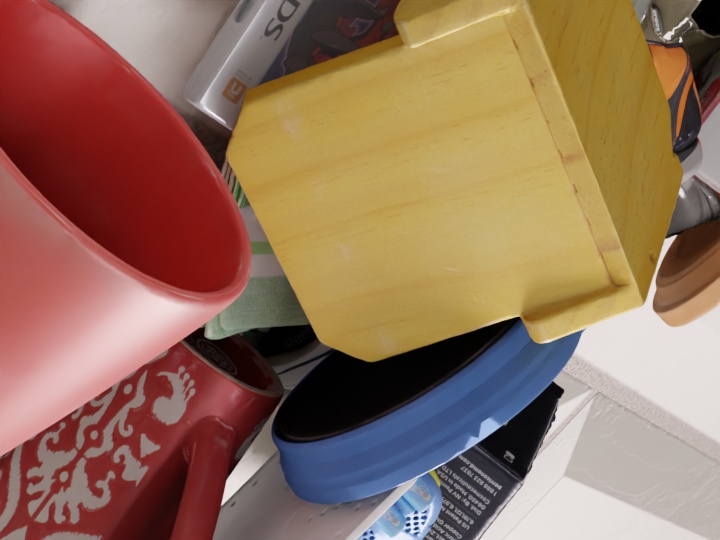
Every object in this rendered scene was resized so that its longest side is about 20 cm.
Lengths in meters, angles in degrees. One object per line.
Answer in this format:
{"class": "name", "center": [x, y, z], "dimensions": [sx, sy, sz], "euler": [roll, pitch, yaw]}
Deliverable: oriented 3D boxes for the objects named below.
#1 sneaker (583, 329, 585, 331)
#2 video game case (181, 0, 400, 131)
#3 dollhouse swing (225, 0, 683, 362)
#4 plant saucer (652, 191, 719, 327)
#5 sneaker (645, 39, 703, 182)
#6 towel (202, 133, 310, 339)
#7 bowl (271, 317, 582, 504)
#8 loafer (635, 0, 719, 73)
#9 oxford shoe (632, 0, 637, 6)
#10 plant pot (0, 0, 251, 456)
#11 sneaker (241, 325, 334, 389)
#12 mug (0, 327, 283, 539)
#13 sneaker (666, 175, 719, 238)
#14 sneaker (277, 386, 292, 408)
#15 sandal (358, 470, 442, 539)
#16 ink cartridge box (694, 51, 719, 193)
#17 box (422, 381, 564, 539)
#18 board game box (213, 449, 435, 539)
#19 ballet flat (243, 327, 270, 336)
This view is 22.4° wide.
{"class": "sneaker", "center": [0.145, 0.026, 1.314], "dimensions": [0.090, 0.078, 0.200], "euler": [-57, 176, -7]}
{"class": "video game case", "center": [0.021, -0.124, 0.997], "dimensions": [0.200, 0.023, 0.183], "euler": [32, 92, -43]}
{"class": "dollhouse swing", "center": [0.053, -0.076, 0.989], "dimensions": [0.201, 0.175, 0.182], "euler": [63, 32, -27]}
{"class": "plant saucer", "center": [0.284, -0.043, 1.343], "dimensions": [0.200, 0.032, 0.200], "euler": [-48, -176, 4]}
{"class": "sneaker", "center": [0.123, -0.084, 1.089], "dimensions": [0.199, 0.077, 0.113], "euler": [-31, 126, -29]}
{"class": "towel", "center": [-0.024, -0.062, 1.045], "dimensions": [0.152, 0.023, 0.202], "euler": [-5, 112, -51]}
{"class": "bowl", "center": [0.035, 0.061, 1.068], "dimensions": [0.200, 0.040, 0.201], "euler": [-30, -166, 8]}
{"class": "loafer", "center": [0.216, -0.163, 1.215], "dimensions": [0.075, 0.069, 0.201], "euler": [-42, 155, -31]}
{"class": "oxford shoe", "center": [0.087, -0.147, 1.095], "dimensions": [0.199, 0.058, 0.076], "euler": [-33, 140, -29]}
{"class": "plant pot", "center": [-0.177, -0.007, 0.845], "dimensions": [0.177, 0.201, 0.200], "euler": [-42, 152, 19]}
{"class": "sneaker", "center": [0.000, 0.000, 1.159], "dimensions": [0.200, 0.074, 0.088], "euler": [-48, 165, 7]}
{"class": "mug", "center": [-0.131, 0.132, 1.094], "dimensions": [0.201, 0.177, 0.133], "euler": [-53, 157, 9]}
{"class": "sneaker", "center": [0.202, -0.044, 1.326], "dimensions": [0.090, 0.076, 0.200], "euler": [-28, 169, -8]}
{"class": "sneaker", "center": [0.019, 0.022, 1.247], "dimensions": [0.200, 0.079, 0.095], "euler": [-47, 171, 10]}
{"class": "sandal", "center": [-0.028, 0.191, 1.170], "dimensions": [0.200, 0.080, 0.087], "euler": [-39, -164, 17]}
{"class": "ink cartridge box", "center": [0.290, -0.138, 1.250], "dimensions": [0.146, 0.083, 0.200], "euler": [-56, -179, 23]}
{"class": "box", "center": [0.033, 0.155, 1.302], "dimensions": [0.201, 0.117, 0.197], "euler": [-55, 176, 19]}
{"class": "board game box", "center": [-0.055, 0.172, 1.096], "dimensions": [0.200, 0.026, 0.200], "euler": [-45, -164, -4]}
{"class": "ballet flat", "center": [-0.089, -0.019, 1.051], "dimensions": [0.071, 0.069, 0.200], "euler": [-48, 147, 4]}
